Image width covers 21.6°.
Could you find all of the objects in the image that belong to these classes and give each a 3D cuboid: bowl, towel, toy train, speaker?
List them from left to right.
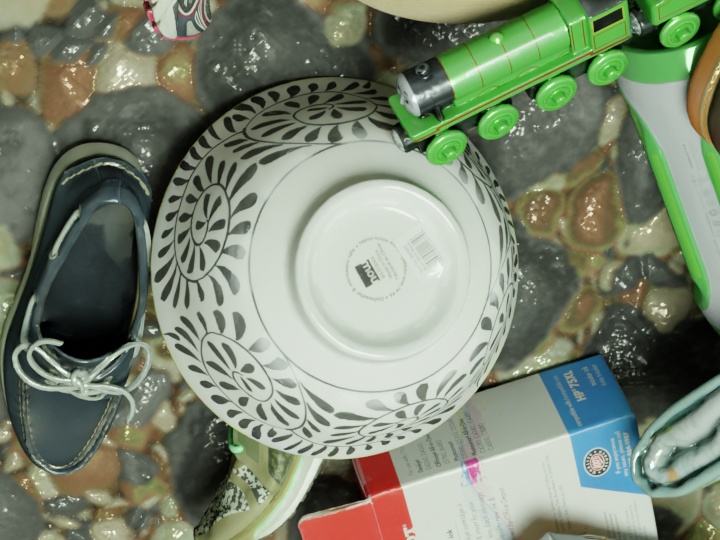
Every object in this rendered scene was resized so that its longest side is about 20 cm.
[{"bbox_3d":[0.000,0.000,0.946,0.201,0.094,0.201,0,91,-15],"label":"bowl"},{"bbox_3d":[0.103,-0.114,0.911,0.200,0.042,0.056,-27,147,-5],"label":"toy train"},{"bbox_3d":[0.199,-0.054,1.012,0.088,0.088,0.200,-24,122,2],"label":"speaker"},{"bbox_3d":[0.259,0.058,1.034,0.200,0.048,0.171,-37,161,29],"label":"towel"}]

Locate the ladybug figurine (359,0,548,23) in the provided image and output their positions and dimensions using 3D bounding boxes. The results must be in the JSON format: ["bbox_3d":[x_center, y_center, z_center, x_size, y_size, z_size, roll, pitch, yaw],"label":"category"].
[{"bbox_3d":[0.063,-0.189,0.906,0.200,0.072,0.136,-3,129,-16],"label":"ladybug figurine"}]

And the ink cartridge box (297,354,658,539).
[{"bbox_3d":[0.066,0.139,1.104,0.200,0.067,0.116,-17,123,-3],"label":"ink cartridge box"}]

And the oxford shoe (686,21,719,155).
[{"bbox_3d":[0.217,-0.131,0.874,0.071,0.073,0.200,4,121,-18],"label":"oxford shoe"}]

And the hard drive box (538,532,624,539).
[{"bbox_3d":[0.114,0.242,1.114,0.156,0.077,0.200,12,136,-38],"label":"hard drive box"}]

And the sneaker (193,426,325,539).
[{"bbox_3d":[-0.053,0.065,1.043,0.089,0.077,0.200,28,104,-15],"label":"sneaker"}]

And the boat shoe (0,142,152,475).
[{"bbox_3d":[-0.147,0.032,1.001,0.075,0.062,0.200,10,118,-19],"label":"boat shoe"}]

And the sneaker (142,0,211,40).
[{"bbox_3d":[-0.062,-0.195,0.869,0.075,0.081,0.200,7,125,-14],"label":"sneaker"}]
